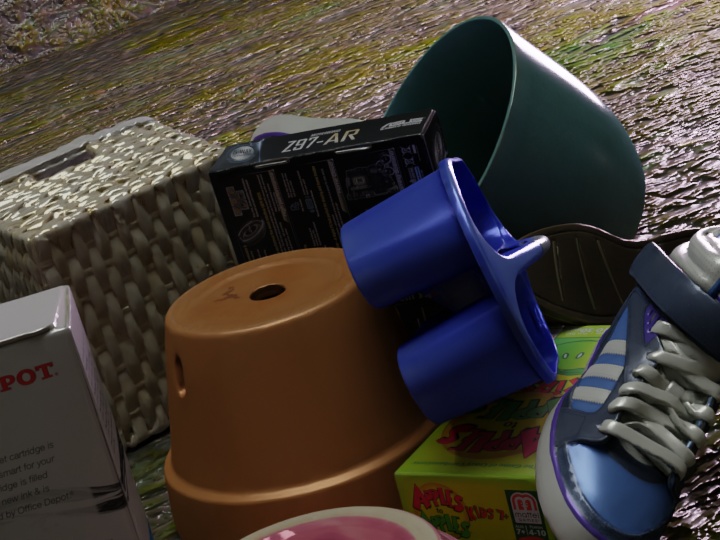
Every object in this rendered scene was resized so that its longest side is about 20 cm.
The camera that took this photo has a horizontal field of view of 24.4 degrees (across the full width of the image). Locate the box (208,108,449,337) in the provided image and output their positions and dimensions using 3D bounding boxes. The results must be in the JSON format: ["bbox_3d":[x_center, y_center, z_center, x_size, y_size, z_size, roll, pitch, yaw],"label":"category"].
[{"bbox_3d":[0.000,0.000,1.155,0.158,0.202,0.044,-9,25,21],"label":"box"}]

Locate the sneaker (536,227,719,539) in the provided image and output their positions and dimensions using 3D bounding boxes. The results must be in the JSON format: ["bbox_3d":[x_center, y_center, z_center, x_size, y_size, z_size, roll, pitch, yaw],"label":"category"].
[{"bbox_3d":[0.172,0.053,0.901,0.147,0.080,0.201,-54,4,38],"label":"sneaker"}]

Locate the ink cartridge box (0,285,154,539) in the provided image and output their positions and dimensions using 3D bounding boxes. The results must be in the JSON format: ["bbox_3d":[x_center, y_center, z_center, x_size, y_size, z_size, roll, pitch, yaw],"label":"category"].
[{"bbox_3d":[-0.204,0.127,0.953,0.144,0.202,0.084,-16,18,-3],"label":"ink cartridge box"}]

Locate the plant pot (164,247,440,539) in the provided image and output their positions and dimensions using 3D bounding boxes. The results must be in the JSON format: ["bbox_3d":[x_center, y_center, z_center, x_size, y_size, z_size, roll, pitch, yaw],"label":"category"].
[{"bbox_3d":[-0.042,0.076,1.072,0.198,0.142,0.200,-13,19,5],"label":"plant pot"}]

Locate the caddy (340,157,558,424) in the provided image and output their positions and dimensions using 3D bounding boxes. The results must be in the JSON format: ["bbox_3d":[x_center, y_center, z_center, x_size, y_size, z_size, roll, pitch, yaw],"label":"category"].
[{"bbox_3d":[0.066,0.007,0.993,0.104,0.143,0.200,-27,1,9],"label":"caddy"}]

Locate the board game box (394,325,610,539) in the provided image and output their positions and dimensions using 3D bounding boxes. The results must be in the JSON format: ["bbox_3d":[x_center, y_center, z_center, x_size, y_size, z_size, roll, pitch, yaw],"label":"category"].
[{"bbox_3d":[0.115,0.097,1.029,0.101,0.048,0.200,-2,22,34],"label":"board game box"}]

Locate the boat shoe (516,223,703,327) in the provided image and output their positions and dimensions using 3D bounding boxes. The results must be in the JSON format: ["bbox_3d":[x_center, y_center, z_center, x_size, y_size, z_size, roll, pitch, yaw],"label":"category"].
[{"bbox_3d":[0.168,0.012,1.163,0.198,0.073,0.068,1,-19,-33],"label":"boat shoe"}]

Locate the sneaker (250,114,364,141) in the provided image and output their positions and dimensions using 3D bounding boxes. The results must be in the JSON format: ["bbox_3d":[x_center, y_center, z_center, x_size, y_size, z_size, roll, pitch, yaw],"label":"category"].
[{"bbox_3d":[-0.052,-0.037,1.278,0.199,0.080,0.148,2,64,57],"label":"sneaker"}]

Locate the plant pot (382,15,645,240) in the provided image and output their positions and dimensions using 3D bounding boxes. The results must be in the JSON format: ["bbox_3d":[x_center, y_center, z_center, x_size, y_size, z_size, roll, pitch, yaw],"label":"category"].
[{"bbox_3d":[0.117,-0.065,1.256,0.160,0.202,0.200,24,3,-25],"label":"plant pot"}]

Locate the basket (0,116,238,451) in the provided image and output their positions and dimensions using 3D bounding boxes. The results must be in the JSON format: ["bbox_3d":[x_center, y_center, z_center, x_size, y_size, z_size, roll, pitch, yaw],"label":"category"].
[{"bbox_3d":[-0.185,0.009,1.288,0.197,0.202,0.160,-26,23,-30],"label":"basket"}]

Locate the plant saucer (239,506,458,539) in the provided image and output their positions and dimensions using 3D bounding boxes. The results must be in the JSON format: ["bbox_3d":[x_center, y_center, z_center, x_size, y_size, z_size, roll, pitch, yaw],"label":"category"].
[{"bbox_3d":[-0.023,0.184,0.884,0.198,0.051,0.201,-15,18,5],"label":"plant saucer"}]
